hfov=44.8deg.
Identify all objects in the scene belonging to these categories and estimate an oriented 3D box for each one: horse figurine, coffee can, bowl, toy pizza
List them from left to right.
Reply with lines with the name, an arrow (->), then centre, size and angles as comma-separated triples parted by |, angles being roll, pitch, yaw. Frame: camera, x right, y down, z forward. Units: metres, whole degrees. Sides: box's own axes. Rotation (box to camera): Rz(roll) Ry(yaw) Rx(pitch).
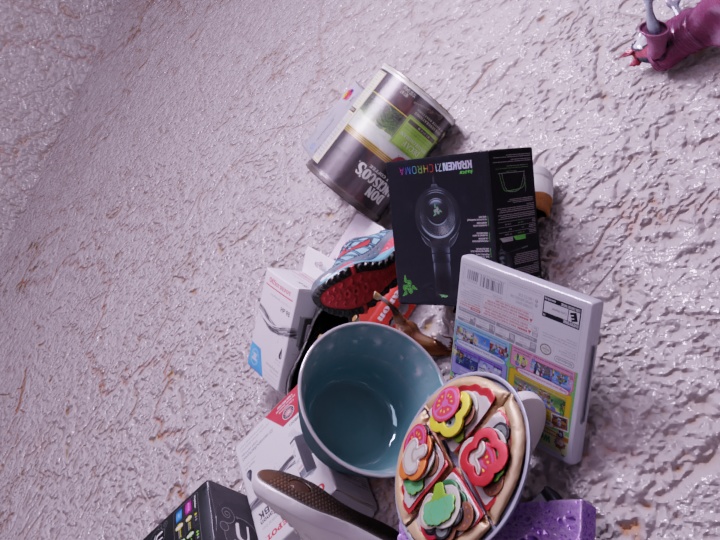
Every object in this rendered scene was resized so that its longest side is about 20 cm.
bowl -> 0.001, 0.176, 1.094 | 0.105, 0.200, 0.202 | 127, 154, -53
horse figurine -> 0.025, 0.105, 1.175 | 0.200, 0.132, 0.050 | -41, 26, 38
coffee can -> 0.031, -0.198, 1.362 | 0.200, 0.146, 0.146 | -52, 35, 7
toy pizza -> 0.097, 0.199, 0.917 | 0.200, 0.032, 0.201 | -36, 40, 38

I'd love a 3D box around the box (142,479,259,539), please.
box -> -0.207, 0.407, 1.175 | 0.200, 0.148, 0.125 | -44, 36, 17

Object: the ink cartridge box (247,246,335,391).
ink cartridge box -> -0.103, 0.069, 1.324 | 0.116, 0.066, 0.201 | 28, 109, 55

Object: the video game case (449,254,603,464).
video game case -> 0.177, 0.094, 0.979 | 0.200, 0.022, 0.183 | 23, 115, 50

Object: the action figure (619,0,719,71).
action figure -> 0.409, -0.289, 1.056 | 0.200, 0.134, 0.150 | -30, 84, 50

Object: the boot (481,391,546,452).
boot -> 0.128, 0.201, 0.981 | 0.201, 0.072, 0.090 | -61, 30, 16

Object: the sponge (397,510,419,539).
sponge -> 0.072, 0.359, 0.932 | 0.111, 0.030, 0.201 | 2, 82, 56

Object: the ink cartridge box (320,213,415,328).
ink cartridge box -> 0.010, 0.018, 1.307 | 0.163, 0.057, 0.200 | -56, 31, 1

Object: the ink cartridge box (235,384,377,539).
ink cartridge box -> -0.078, 0.279, 1.177 | 0.144, 0.084, 0.200 | -46, 38, 14

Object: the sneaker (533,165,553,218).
sneaker -> 0.164, -0.068, 1.166 | 0.199, 0.073, 0.085 | -25, 43, 35

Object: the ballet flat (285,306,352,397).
ballet flat -> -0.051, 0.106, 1.254 | 0.057, 0.066, 0.201 | -30, -38, -83

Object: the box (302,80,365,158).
box -> -0.015, -0.231, 1.535 | 0.156, 0.041, 0.200 | -49, 37, 11

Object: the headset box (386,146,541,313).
headset box -> 0.130, -0.047, 1.104 | 0.174, 0.092, 0.201 | 2, 99, 47

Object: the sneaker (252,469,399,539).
sneaker -> -0.049, 0.312, 1.028 | 0.085, 0.199, 0.073 | -62, -4, 11

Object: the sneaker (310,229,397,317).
sneaker -> 0.000, 0.000, 1.221 | 0.199, 0.080, 0.095 | -27, 32, -35

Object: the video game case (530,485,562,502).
video game case -> 0.180, 0.348, 0.867 | 0.181, 0.025, 0.200 | -49, 36, 11

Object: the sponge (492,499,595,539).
sponge -> 0.167, 0.326, 0.840 | 0.111, 0.030, 0.201 | -16, 52, 42
